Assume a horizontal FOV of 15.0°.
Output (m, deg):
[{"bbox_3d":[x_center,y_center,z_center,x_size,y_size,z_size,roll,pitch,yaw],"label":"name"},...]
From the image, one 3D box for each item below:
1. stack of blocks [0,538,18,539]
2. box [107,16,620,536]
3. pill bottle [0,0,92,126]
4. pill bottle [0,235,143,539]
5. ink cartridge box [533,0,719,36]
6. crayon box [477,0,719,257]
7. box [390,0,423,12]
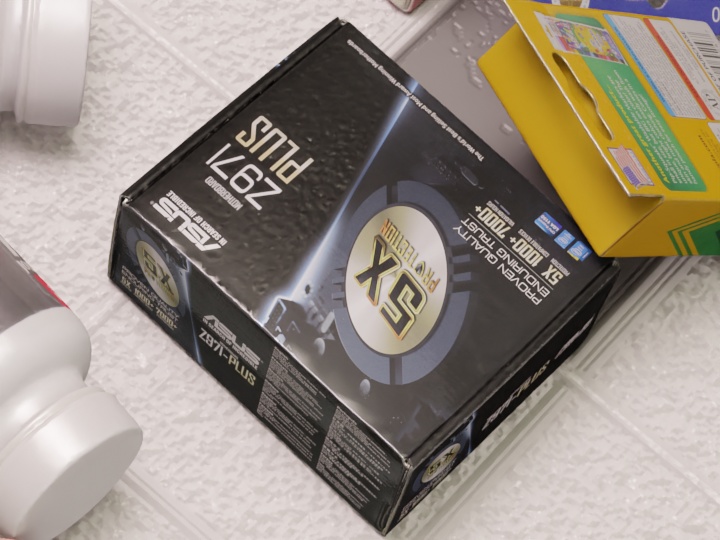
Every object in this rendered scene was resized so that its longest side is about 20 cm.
[{"bbox_3d":[-0.207,0.219,1.229,0.114,0.059,0.201,6,61,-7],"label":"stack of blocks"},{"bbox_3d":[0.000,0.000,1.373,0.200,0.086,0.164,43,63,13],"label":"box"},{"bbox_3d":[-0.237,-0.128,1.382,0.199,0.114,0.115,5,61,-9],"label":"pill bottle"},{"bbox_3d":[-0.198,0.034,1.303,0.111,0.111,0.200,-37,74,-26],"label":"pill bottle"},{"bbox_3d":[0.165,-0.226,1.471,0.199,0.041,0.202,-6,94,-34],"label":"ink cartridge box"},{"bbox_3d":[0.142,-0.071,1.401,0.199,0.052,0.126,0,54,-53],"label":"crayon box"},{"bbox_3d":[0.054,-0.262,1.515,0.128,0.109,0.200,42,62,13],"label":"box"}]
